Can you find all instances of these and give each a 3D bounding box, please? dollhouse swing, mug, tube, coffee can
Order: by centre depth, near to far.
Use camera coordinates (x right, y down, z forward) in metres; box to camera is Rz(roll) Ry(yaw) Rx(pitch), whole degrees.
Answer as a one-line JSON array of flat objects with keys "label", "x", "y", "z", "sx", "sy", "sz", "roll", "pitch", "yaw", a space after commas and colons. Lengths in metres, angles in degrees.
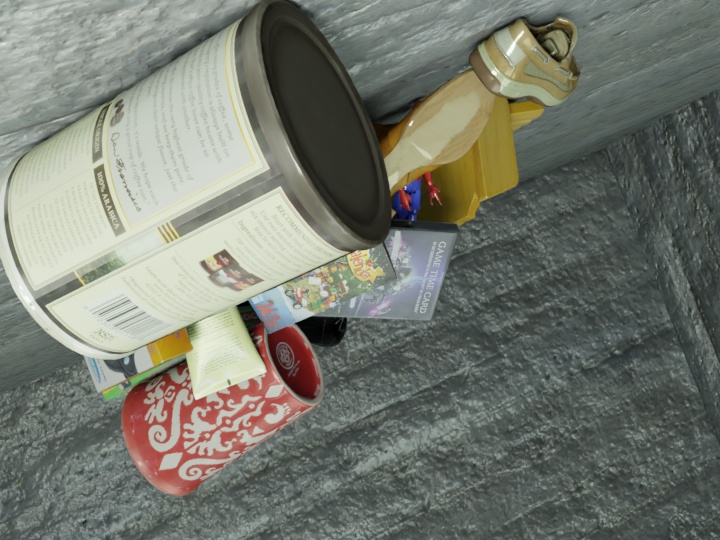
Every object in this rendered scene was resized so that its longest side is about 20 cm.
[{"label": "coffee can", "x": -0.099, "y": -0.049, "z": 0.478, "sx": 0.196, "sy": 0.150, "sz": 0.146, "roll": -22, "pitch": 178, "yaw": 22}, {"label": "tube", "x": -0.163, "y": 0.019, "z": 0.783, "sx": 0.057, "sy": 0.205, "sz": 0.051, "roll": -23, "pitch": 175, "yaw": 35}, {"label": "mug", "x": -0.149, "y": 0.127, "z": 0.878, "sx": 0.198, "sy": 0.180, "sz": 0.133, "roll": -31, "pitch": 131, "yaw": 21}, {"label": "dollhouse swing", "x": 0.164, "y": -0.137, "z": 1.106, "sx": 0.172, "sy": 0.187, "sz": 0.199, "roll": 4, "pitch": 163, "yaw": -34}]

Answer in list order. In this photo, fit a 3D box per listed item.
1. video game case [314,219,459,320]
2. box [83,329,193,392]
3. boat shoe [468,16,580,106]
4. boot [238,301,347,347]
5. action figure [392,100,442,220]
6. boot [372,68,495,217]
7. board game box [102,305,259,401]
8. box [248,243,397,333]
[{"label": "video game case", "x": 0.000, "y": 0.000, "z": 0.877, "sx": 0.194, "sy": 0.019, "sz": 0.145, "roll": 2, "pitch": 134, "yaw": -11}, {"label": "box", "x": -0.245, "y": 0.049, "z": 0.788, "sx": 0.041, "sy": 0.122, "sz": 0.198, "roll": -20, "pitch": 177, "yaw": -43}, {"label": "boat shoe", "x": 0.181, "y": -0.207, "z": 0.757, "sx": 0.076, "sy": 0.072, "sz": 0.199, "roll": -42, "pitch": 169, "yaw": 33}, {"label": "boot", "x": -0.110, "y": 0.060, "z": 1.101, "sx": 0.194, "sy": 0.068, "sz": 0.165, "roll": 0, "pitch": -167, "yaw": 19}, {"label": "action figure", "x": 0.057, "y": -0.091, "z": 0.895, "sx": 0.051, "sy": 0.205, "sz": 0.065, "roll": 22, "pitch": -152, "yaw": 36}, {"label": "boot", "x": 0.038, "y": -0.136, "z": 0.801, "sx": 0.202, "sy": 0.070, "sz": 0.144, "roll": -48, "pitch": -151, "yaw": 7}, {"label": "board game box", "x": -0.201, "y": 0.096, "z": 0.939, "sx": 0.198, "sy": 0.030, "sz": 0.133, "roll": -30, "pitch": 167, "yaw": 31}, {"label": "box", "x": -0.061, "y": -0.046, "z": 0.681, "sx": 0.134, "sy": 0.202, "sz": 0.038, "roll": -22, "pitch": -138, "yaw": 5}]
